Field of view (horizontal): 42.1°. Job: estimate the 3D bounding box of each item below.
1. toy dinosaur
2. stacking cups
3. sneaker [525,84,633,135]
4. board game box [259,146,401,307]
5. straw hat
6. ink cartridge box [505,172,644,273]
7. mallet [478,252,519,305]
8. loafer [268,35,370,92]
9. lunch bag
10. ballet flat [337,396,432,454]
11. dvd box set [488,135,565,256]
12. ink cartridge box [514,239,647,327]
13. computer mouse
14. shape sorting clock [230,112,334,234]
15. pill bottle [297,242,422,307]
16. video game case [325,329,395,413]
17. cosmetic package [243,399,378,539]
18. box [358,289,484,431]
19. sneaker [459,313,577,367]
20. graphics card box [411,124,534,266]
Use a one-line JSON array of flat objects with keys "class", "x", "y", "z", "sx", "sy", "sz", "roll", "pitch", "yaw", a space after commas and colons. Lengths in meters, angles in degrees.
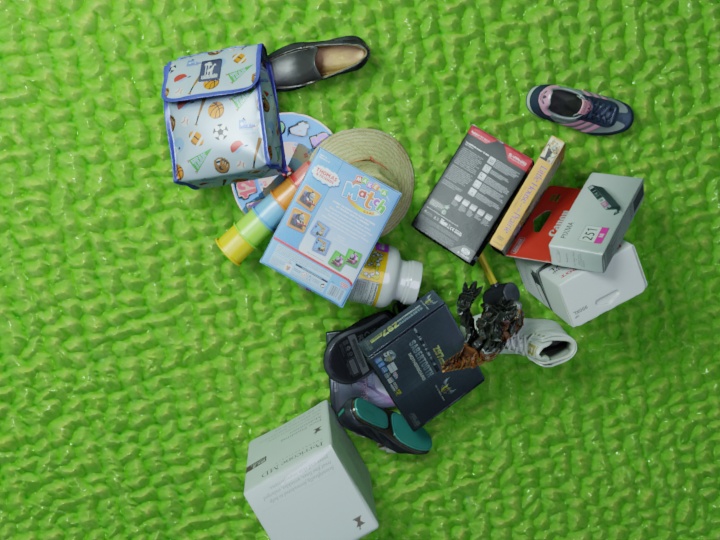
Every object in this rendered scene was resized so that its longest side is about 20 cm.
[{"class": "toy dinosaur", "x": 0.206, "y": 0.104, "z": 1.526, "sx": 0.100, "sy": 0.201, "sz": 0.138, "roll": 9, "pitch": 128, "yaw": 22}, {"class": "stacking cups", "x": -0.146, "y": -0.098, "z": 1.504, "sx": 0.060, "sy": 0.061, "sz": 0.200, "roll": 43, "pitch": 96, "yaw": -14}, {"class": "sneaker", "x": 0.383, "y": -0.269, "z": 1.590, "sx": 0.196, "sy": 0.082, "sz": 0.072, "roll": 7, "pitch": 98, "yaw": -11}, {"class": "board game box", "x": -0.047, "y": -0.068, "z": 1.469, "sx": 0.150, "sy": 0.037, "sz": 0.202, "roll": 28, "pitch": 93, "yaw": -6}, {"class": "straw hat", "x": 0.013, "y": -0.135, "z": 1.530, "sx": 0.197, "sy": 0.085, "sz": 0.205, "roll": -4, "pitch": 101, "yaw": -20}, {"class": "ink cartridge box", "x": 0.350, "y": -0.087, "z": 1.530, "sx": 0.201, "sy": 0.171, "sz": 0.044, "roll": -52, "pitch": 140, "yaw": -36}, {"class": "mallet", "x": 0.214, "y": -0.026, "z": 1.611, "sx": 0.041, "sy": 0.065, "sz": 0.203, "roll": -30, "pitch": 103, "yaw": -34}, {"class": "loafer", "x": -0.079, "y": -0.335, "z": 1.504, "sx": 0.197, "sy": 0.072, "sz": 0.074, "roll": -20, "pitch": 103, "yaw": -5}, {"class": "lunch bag", "x": -0.215, "y": -0.242, "z": 1.456, "sx": 0.167, "sy": 0.124, "sz": 0.204, "roll": -7, "pitch": 86, "yaw": 10}, {"class": "ballet flat", "x": 0.037, "y": 0.276, "z": 1.630, "sx": 0.198, "sy": 0.073, "sz": 0.074, "roll": 30, "pitch": 94, "yaw": -33}, {"class": "dvd box set", "x": 0.280, "y": -0.120, "z": 1.568, "sx": 0.029, "sy": 0.146, "sz": 0.202, "roll": 31, "pitch": 94, "yaw": 11}, {"class": "ink cartridge box", "x": 0.363, "y": -0.003, "z": 1.567, "sx": 0.143, "sy": 0.200, "sz": 0.085, "roll": -28, "pitch": 111, "yaw": -4}, {"class": "computer mouse", "x": 0.021, "y": 0.129, "z": 1.597, "sx": 0.197, "sy": 0.053, "sz": 0.141, "roll": -21, "pitch": 101, "yaw": -19}, {"class": "shape sorting clock", "x": -0.117, "y": -0.158, "z": 1.545, "sx": 0.196, "sy": 0.039, "sz": 0.204, "roll": -2, "pitch": 100, "yaw": -9}, {"class": "pill bottle", "x": 0.000, "y": 0.000, "z": 1.549, "sx": 0.196, "sy": 0.104, "sz": 0.106, "roll": 13, "pitch": 97, "yaw": -5}, {"class": "video game case", "x": 0.041, "y": 0.168, "z": 1.639, "sx": 0.196, "sy": 0.019, "sz": 0.146, "roll": -6, "pitch": 100, "yaw": -10}, {"class": "cosmetic package", "x": -0.082, "y": 0.352, "z": 1.547, "sx": 0.163, "sy": 0.200, "sz": 0.167, "roll": -29, "pitch": 103, "yaw": 2}, {"class": "box", "x": 0.105, "y": 0.154, "z": 1.568, "sx": 0.157, "sy": 0.051, "sz": 0.201, "roll": -34, "pitch": 126, "yaw": -6}, {"class": "sneaker", "x": 0.274, "y": 0.120, "z": 1.622, "sx": 0.196, "sy": 0.116, "sz": 0.075, "roll": -1, "pitch": 102, "yaw": -8}, {"class": "graphics card box", "x": 0.188, "y": -0.125, "z": 1.571, "sx": 0.124, "sy": 0.051, "sz": 0.202, "roll": 32, "pitch": 91, "yaw": 15}]
